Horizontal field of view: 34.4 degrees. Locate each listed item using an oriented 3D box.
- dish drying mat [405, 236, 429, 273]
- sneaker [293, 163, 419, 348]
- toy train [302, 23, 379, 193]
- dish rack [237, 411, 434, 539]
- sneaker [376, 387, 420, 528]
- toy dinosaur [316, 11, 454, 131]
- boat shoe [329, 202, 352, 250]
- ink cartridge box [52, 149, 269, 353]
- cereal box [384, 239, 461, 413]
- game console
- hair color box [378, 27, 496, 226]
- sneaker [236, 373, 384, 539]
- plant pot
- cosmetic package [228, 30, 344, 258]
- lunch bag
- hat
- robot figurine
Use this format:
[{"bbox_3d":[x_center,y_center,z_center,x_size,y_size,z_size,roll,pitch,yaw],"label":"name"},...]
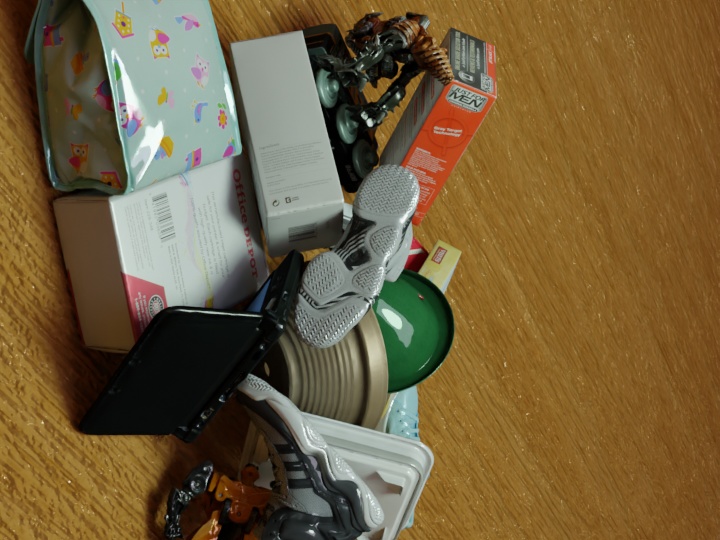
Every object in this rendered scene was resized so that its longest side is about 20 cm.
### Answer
[{"bbox_3d":[0.014,0.037,1.387,0.077,0.018,0.201,45,63,-31],"label":"dish drying mat"},{"bbox_3d":[0.000,0.000,1.166,0.202,0.074,0.115,-61,168,-17],"label":"sneaker"},{"bbox_3d":[-0.033,-0.191,1.369,0.201,0.084,0.115,61,35,-36],"label":"toy train"},{"bbox_3d":[-0.033,0.229,1.238,0.044,0.197,0.173,-78,-176,-46],"label":"dish rack"},{"bbox_3d":[0.061,0.240,1.511,0.074,0.081,0.203,28,68,-53],"label":"sneaker"},{"bbox_3d":[0.032,-0.235,1.265,0.136,0.200,0.103,-43,106,-11],"label":"toy dinosaur"},{"bbox_3d":[-0.046,-0.055,1.368,0.199,0.068,0.058,17,82,-49],"label":"boat shoe"},{"bbox_3d":[-0.189,-0.023,1.134,0.199,0.085,0.150,-28,113,-54],"label":"ink cartridge box"},{"bbox_3d":[0.061,0.075,1.451,0.145,0.039,0.201,-57,169,-39],"label":"cereal box"},{"bbox_3d":[-0.160,0.067,1.118,0.115,0.200,0.177,31,37,-14],"label":"game console"},{"bbox_3d":[0.083,-0.159,1.313,0.060,0.201,0.102,18,43,-12],"label":"hair color box"},{"bbox_3d":[-0.076,0.204,1.137,0.114,0.075,0.200,-42,94,-7],"label":"sneaker"},{"bbox_3d":[-0.064,0.096,1.241,0.092,0.200,0.204,-13,102,-36],"label":"plant pot"},{"bbox_3d":[-0.078,-0.130,1.201,0.108,0.083,0.203,96,-17,-69],"label":"cosmetic package"},{"bbox_3d":[-0.210,-0.186,1.068,0.170,0.120,0.203,-29,117,-51],"label":"lunch bag"},{"bbox_3d":[0.000,0.014,1.258,0.167,0.197,0.177,-60,156,-27],"label":"hat"},{"bbox_3d":[-0.144,0.294,1.181,0.143,0.058,0.203,21,78,-11],"label":"robot figurine"}]
